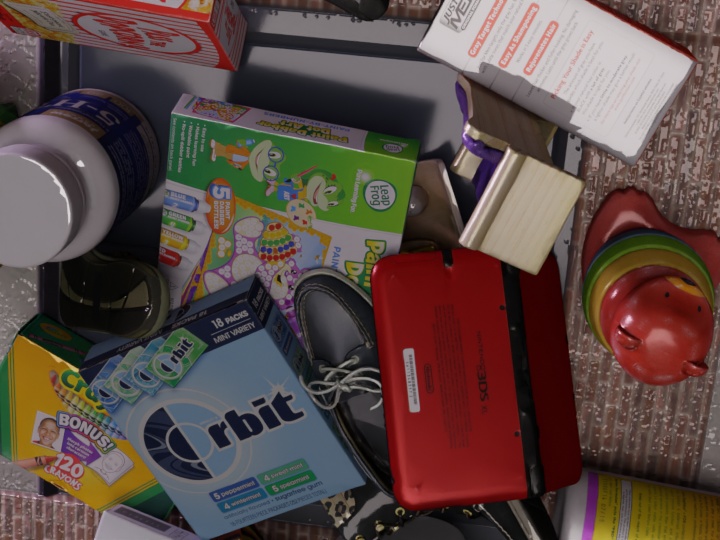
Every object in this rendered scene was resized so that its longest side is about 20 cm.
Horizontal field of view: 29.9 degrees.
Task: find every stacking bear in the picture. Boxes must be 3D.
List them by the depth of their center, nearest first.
[{"bbox_3d":[0.232,0.026,1.068,0.121,0.200,0.114,30,109,-3],"label":"stacking bear"}]

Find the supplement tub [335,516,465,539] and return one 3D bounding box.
[{"bbox_3d":[0.042,0.339,1.220,0.145,0.145,0.200,-3,107,8],"label":"supplement tub"}]

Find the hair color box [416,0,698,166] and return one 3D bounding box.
[{"bbox_3d":[0.157,-0.177,1.087,0.200,0.061,0.102,28,109,-3],"label":"hair color box"}]

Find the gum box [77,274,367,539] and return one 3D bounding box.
[{"bbox_3d":[-0.112,0.122,1.145,0.170,0.045,0.200,-23,114,21],"label":"gum box"}]

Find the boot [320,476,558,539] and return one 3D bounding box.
[{"bbox_3d":[0.064,0.205,1.172,0.154,0.073,0.204,-40,65,9],"label":"boot"}]

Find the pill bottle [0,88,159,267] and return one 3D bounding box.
[{"bbox_3d":[-0.245,-0.074,1.098,0.119,0.200,0.120,2,108,6],"label":"pill bottle"}]

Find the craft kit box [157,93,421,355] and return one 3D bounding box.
[{"bbox_3d":[-0.064,-0.028,1.103,0.197,0.049,0.200,10,120,0],"label":"craft kit box"}]

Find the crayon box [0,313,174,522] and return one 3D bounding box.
[{"bbox_3d":[-0.244,0.143,1.241,0.200,0.058,0.119,31,109,-3],"label":"crayon box"}]

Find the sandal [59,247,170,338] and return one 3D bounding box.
[{"bbox_3d":[-0.207,0.018,1.147,0.057,0.201,0.080,0,102,-37],"label":"sandal"}]

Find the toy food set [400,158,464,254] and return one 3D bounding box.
[{"bbox_3d":[0.000,0.000,1.160,0.200,0.060,0.144,-15,105,16],"label":"toy food set"}]

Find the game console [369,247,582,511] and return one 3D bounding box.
[{"bbox_3d":[0.098,0.085,1.102,0.172,0.119,0.201,-6,84,-3],"label":"game console"}]

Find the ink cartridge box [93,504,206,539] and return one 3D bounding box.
[{"bbox_3d":[-0.161,0.325,1.201,0.200,0.044,0.174,20,94,10],"label":"ink cartridge box"}]

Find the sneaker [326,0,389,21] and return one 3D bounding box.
[{"bbox_3d":[-0.077,-0.248,1.096,0.200,0.075,0.116,44,113,3],"label":"sneaker"}]

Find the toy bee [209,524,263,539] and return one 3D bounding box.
[{"bbox_3d":[-0.074,0.325,1.251,0.200,0.109,0.131,38,106,-5],"label":"toy bee"}]

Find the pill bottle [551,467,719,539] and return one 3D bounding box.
[{"bbox_3d":[0.270,0.239,1.181,0.199,0.104,0.105,10,108,4],"label":"pill bottle"}]

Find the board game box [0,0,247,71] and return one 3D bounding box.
[{"bbox_3d":[-0.200,-0.214,1.073,0.199,0.152,0.046,10,85,5],"label":"board game box"}]

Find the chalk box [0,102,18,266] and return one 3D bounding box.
[{"bbox_3d":[-0.365,-0.054,1.120,0.125,0.200,0.124,-6,107,9],"label":"chalk box"}]

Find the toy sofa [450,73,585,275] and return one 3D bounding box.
[{"bbox_3d":[0.105,-0.080,1.052,0.097,0.200,0.083,24,110,-7],"label":"toy sofa"}]

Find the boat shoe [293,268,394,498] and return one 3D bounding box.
[{"bbox_3d":[-0.003,0.094,1.097,0.075,0.062,0.200,-15,109,21],"label":"boat shoe"}]
